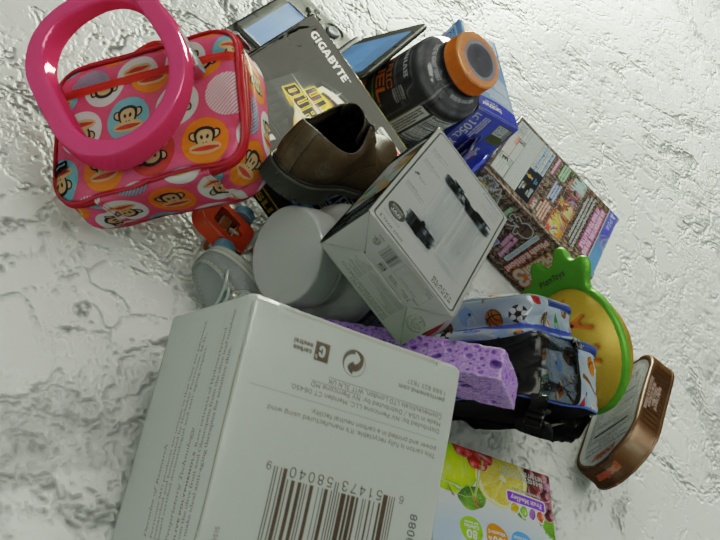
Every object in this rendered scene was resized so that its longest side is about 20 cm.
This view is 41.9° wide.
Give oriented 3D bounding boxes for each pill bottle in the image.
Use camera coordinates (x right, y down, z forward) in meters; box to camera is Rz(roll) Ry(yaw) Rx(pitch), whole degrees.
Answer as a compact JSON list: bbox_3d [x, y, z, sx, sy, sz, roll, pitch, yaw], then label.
[{"bbox_3d":[0.000,0.000,0.905,0.200,0.119,0.120,12,53,-48],"label":"pill bottle"},{"bbox_3d":[0.071,-0.213,1.133,0.106,0.200,0.107,17,64,-38],"label":"pill bottle"}]

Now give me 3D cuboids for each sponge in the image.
[{"bbox_3d":[0.039,0.082,0.856,0.112,0.199,0.030,55,46,-65],"label":"sponge"}]

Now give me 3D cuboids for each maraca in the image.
[{"bbox_3d":[0.256,0.074,1.127,0.107,0.137,0.201,-2,67,-38],"label":"maraca"}]

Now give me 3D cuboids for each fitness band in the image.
[{"bbox_3d":[-0.221,-0.178,0.836,0.200,0.143,0.037,56,2,29],"label":"fitness band"}]

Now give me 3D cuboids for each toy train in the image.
[{"bbox_3d":[-0.150,-0.097,0.986,0.150,0.056,0.200,42,40,-22],"label":"toy train"}]

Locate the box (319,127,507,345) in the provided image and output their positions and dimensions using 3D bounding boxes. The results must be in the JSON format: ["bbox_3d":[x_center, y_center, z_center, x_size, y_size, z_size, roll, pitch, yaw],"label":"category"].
[{"bbox_3d":[0.055,-0.036,0.842,0.117,0.060,0.200,51,34,-10],"label":"box"}]

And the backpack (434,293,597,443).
[{"bbox_3d":[0.158,0.107,1.001,0.190,0.200,0.155,26,68,-45],"label":"backpack"}]

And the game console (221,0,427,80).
[{"bbox_3d":[-0.045,-0.293,1.160,0.176,0.116,0.200,43,41,-1],"label":"game console"}]

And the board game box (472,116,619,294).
[{"bbox_3d":[0.228,-0.077,1.257,0.200,0.097,0.160,45,42,-5],"label":"board game box"}]

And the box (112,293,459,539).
[{"bbox_3d":[-0.059,0.148,0.753,0.199,0.171,0.201,21,70,-28],"label":"box"}]

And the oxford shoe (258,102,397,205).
[{"bbox_3d":[-0.007,-0.113,0.878,0.073,0.085,0.200,42,25,12],"label":"oxford shoe"}]

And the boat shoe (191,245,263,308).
[{"bbox_3d":[-0.108,0.072,0.881,0.065,0.074,0.202,-20,83,-45],"label":"boat shoe"}]

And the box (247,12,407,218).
[{"bbox_3d":[-0.057,-0.140,0.975,0.160,0.049,0.200,-37,96,-19],"label":"box"}]

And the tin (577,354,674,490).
[{"bbox_3d":[0.320,0.180,1.141,0.042,0.112,0.200,37,41,0],"label":"tin"}]

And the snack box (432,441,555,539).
[{"bbox_3d":[0.116,0.283,0.921,0.168,0.068,0.201,23,50,-28],"label":"snack box"}]

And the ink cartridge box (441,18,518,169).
[{"bbox_3d":[0.123,-0.204,1.218,0.076,0.136,0.201,21,46,-34],"label":"ink cartridge box"}]

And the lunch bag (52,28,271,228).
[{"bbox_3d":[-0.184,-0.140,0.875,0.082,0.199,0.177,52,29,-62],"label":"lunch bag"}]
